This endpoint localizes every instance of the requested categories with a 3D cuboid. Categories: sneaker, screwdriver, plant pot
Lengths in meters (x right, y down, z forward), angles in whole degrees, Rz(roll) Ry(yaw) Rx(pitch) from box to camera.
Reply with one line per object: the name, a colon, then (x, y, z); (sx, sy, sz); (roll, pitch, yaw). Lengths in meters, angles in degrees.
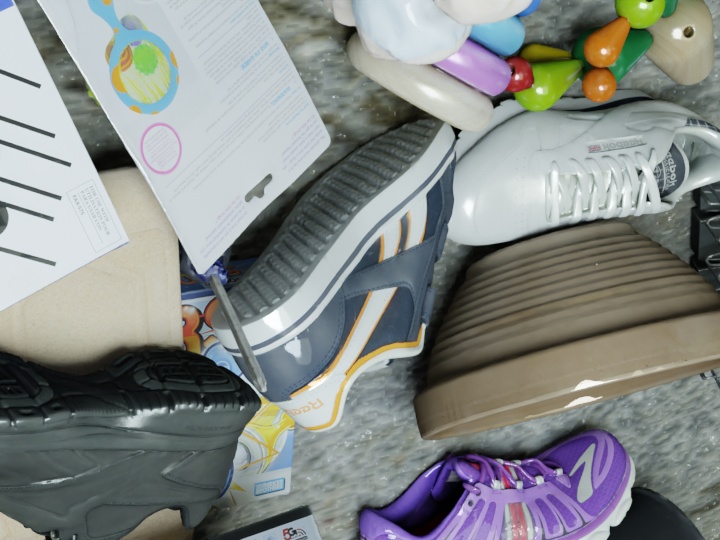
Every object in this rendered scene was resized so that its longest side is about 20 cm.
sneaker: (0.000, 0.000, 0.747); (0.200, 0.078, 0.080); (-51, 119, -41)
screwdriver: (-0.062, 0.008, 0.670); (0.028, 0.200, 0.029); (37, 93, -25)
sneaker: (-0.139, 0.086, 0.648); (0.199, 0.076, 0.091); (5, 110, -32)
plant pot: (0.121, 0.030, 0.844); (0.200, 0.201, 0.093); (-7, 77, -32)
sneaker: (0.089, 0.146, 0.917); (0.199, 0.081, 0.084); (-22, 117, -24)
sneaker: (0.130, -0.058, 0.836); (0.199, 0.080, 0.077); (-21, 125, -32)

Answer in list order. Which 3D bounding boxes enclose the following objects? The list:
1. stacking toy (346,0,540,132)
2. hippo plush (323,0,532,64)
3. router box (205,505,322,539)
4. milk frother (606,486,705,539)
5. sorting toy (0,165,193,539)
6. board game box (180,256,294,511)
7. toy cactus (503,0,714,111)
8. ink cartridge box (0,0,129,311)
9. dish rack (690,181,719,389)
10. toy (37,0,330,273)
stacking toy: (0.074, -0.175, 0.740); (0.085, 0.085, 0.201); (22, 102, -39)
hippo plush: (-0.008, -0.183, 0.617); (0.160, 0.160, 0.200); (6, 150, -33)
router box: (-0.129, 0.188, 0.740); (0.199, 0.157, 0.052); (-14, 75, -29)
milk frother: (0.163, 0.279, 0.952); (0.187, 0.200, 0.181); (-25, 127, -22)
sorting toy: (-0.170, 0.061, 0.683); (0.184, 0.036, 0.201); (-14, 113, -29)
board game box: (-0.126, 0.071, 0.758); (0.199, 0.034, 0.136); (-10, 116, -30)
toy cactus: (0.161, -0.157, 0.829); (0.200, 0.102, 0.165); (-55, 149, -3)
ink cartridge box: (-0.183, -0.079, 0.601); (0.094, 0.044, 0.201); (-30, 106, -24)
dish rack: (0.250, 0.030, 0.903); (0.054, 0.200, 0.154); (-8, 120, -1)
toy: (-0.099, -0.112, 0.674); (0.115, 0.047, 0.201); (-48, 124, -38)
